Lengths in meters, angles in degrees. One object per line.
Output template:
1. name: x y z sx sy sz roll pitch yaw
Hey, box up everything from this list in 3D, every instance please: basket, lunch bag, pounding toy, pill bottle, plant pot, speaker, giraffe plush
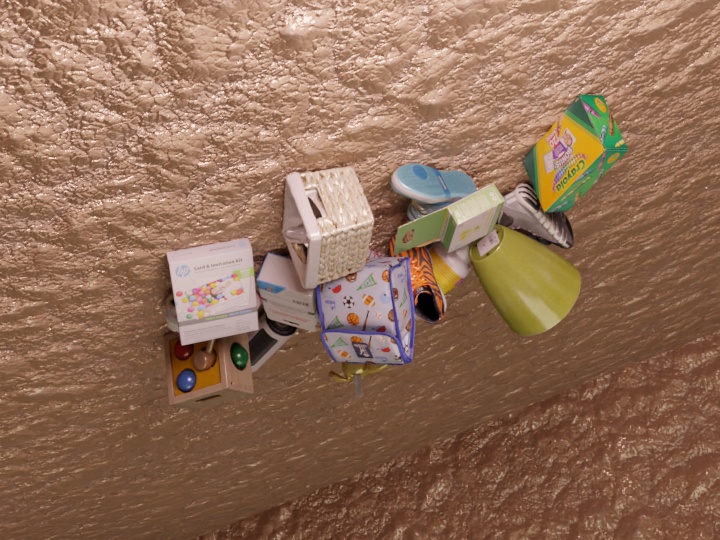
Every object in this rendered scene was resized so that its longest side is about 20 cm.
1. basket: -0.059 -0.077 1.546 0.123 0.136 0.200 -16 156 -15
2. lunch bag: 0.012 0.083 1.678 0.169 0.201 0.124 0 -166 25
3. pounding toy: -0.322 0.179 1.880 0.199 0.185 0.142 -19 158 23
4. pill bottle: 0.159 0.003 1.868 0.200 0.104 0.104 -44 150 12
5. plant pot: 0.319 0.000 1.806 0.187 0.188 0.200 -32 121 30
6. speaker: -0.221 0.158 1.999 0.081 0.082 0.200 0 151 -35
7. giraffe plush: 0.015 0.200 2.180 0.171 0.201 0.162 10 -174 11

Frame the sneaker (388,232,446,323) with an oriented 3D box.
1. sneaker: 0.117 0.016 1.765 0.077 0.201 0.112 -29 -176 10

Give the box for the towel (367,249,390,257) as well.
1. towel: 0.000 0.000 1.883 0.146 0.030 0.200 -31 156 27

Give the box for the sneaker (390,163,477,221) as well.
1. sneaker: 0.110 -0.127 1.619 0.199 0.080 0.131 5 146 -39

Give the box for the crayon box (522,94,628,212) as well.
1. crayon box: 0.383 -0.207 1.585 0.058 0.119 0.200 -5 153 -27

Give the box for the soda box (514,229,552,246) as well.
1. soda box: 0.354 -0.062 1.922 0.199 0.064 0.068 -26 179 19

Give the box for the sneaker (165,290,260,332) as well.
1. sneaker: -0.298 0.069 1.748 0.199 0.082 0.088 -13 155 -4

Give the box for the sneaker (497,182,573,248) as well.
1. sneaker: 0.350 -0.101 1.826 0.115 0.075 0.200 -23 131 38

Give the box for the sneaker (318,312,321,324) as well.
1. sneaker: 0.017 0.066 1.793 0.199 0.115 0.081 -33 153 -20

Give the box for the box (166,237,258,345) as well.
1. box: -0.276 0.042 1.662 0.155 0.041 0.201 -11 128 -15

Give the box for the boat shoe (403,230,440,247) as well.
1. boat shoe: 0.175 -0.101 1.748 0.199 0.071 0.069 -19 180 -10

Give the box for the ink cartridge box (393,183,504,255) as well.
1. ink cartridge box: 0.162 -0.076 1.634 0.199 0.048 0.146 -27 163 -11

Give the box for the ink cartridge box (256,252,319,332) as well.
1. ink cartridge box: -0.137 0.048 1.778 0.115 0.068 0.200 16 156 7
